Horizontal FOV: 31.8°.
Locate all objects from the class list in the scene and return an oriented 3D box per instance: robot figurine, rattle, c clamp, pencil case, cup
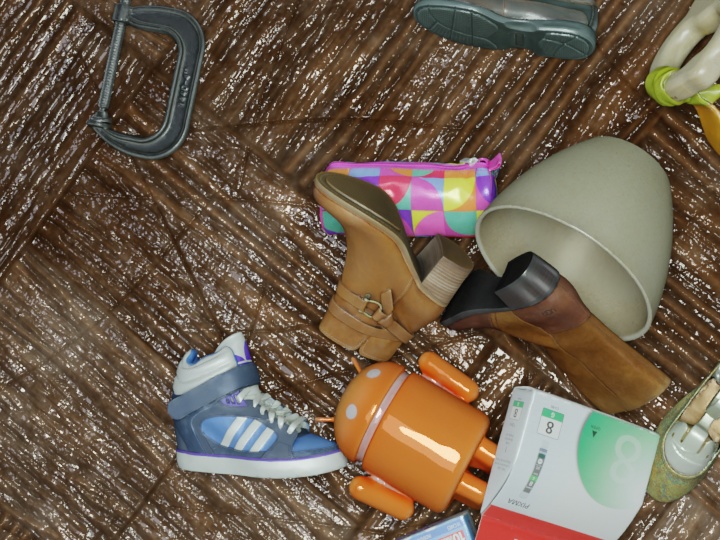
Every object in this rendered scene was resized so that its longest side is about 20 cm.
[{"bbox_3d":[0.055,0.173,1.307,0.198,0.117,0.145,29,115,11],"label":"robot figurine"},{"bbox_3d":[0.392,-0.233,1.302,0.142,0.130,0.201,31,65,0],"label":"rattle"},{"bbox_3d":[-0.261,-0.229,1.443,0.168,0.027,0.204,5,86,5],"label":"c clamp"},{"bbox_3d":[0.054,-0.080,1.343,0.196,0.088,0.090,-2,86,10],"label":"pencil case"},{"bbox_3d":[0.234,-0.048,1.268,0.199,0.201,0.144,32,69,11],"label":"cup"}]

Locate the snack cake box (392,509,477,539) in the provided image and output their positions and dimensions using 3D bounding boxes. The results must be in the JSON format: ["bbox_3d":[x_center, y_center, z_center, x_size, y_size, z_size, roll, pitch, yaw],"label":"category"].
[{"bbox_3d":[0.043,0.343,1.323,0.198,0.067,0.116,-24,81,8],"label":"snack cake box"}]

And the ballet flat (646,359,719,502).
[{"bbox_3d":[0.354,0.149,1.281,0.070,0.071,0.201,38,93,10],"label":"ballet flat"}]

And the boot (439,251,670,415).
[{"bbox_3d":[0.195,0.074,1.304,0.199,0.188,0.069,40,54,-14],"label":"boot"}]

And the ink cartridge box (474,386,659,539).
[{"bbox_3d":[0.202,0.236,1.265,0.159,0.050,0.203,20,80,-22],"label":"ink cartridge box"}]

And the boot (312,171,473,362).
[{"bbox_3d":[0.000,0.000,1.313,0.198,0.077,0.156,30,118,-24],"label":"boot"}]

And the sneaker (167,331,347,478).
[{"bbox_3d":[-0.111,0.141,1.357,0.197,0.080,0.149,0,90,16],"label":"sneaker"}]

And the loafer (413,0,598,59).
[{"bbox_3d":[0.157,-0.276,1.354,0.197,0.072,0.064,12,68,4],"label":"loafer"}]
